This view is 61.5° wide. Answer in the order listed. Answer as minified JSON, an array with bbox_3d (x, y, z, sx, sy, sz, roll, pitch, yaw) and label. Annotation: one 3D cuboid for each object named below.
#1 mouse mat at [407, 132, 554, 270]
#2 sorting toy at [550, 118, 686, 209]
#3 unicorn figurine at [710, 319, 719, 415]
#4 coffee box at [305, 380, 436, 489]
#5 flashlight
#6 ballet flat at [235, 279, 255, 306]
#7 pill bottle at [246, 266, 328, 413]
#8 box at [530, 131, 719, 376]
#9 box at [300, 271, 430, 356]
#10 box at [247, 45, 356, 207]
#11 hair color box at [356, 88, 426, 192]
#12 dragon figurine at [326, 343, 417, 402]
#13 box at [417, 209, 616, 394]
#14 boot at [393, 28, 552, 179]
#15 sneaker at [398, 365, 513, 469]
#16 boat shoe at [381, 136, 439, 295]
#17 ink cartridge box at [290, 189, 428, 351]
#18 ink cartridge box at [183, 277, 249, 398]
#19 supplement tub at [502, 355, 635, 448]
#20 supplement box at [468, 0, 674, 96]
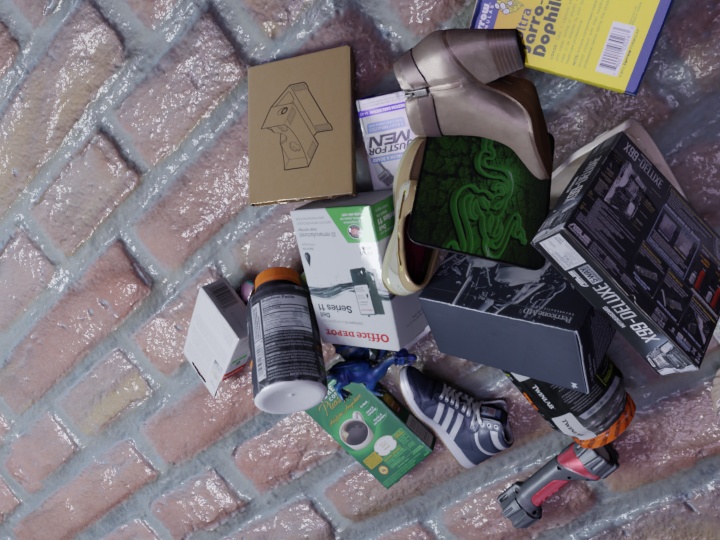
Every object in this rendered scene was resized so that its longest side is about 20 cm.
[{"bbox_3d":[0.147,-0.103,0.715,0.158,0.203,0.008,12,155,2],"label":"mouse mat"},{"bbox_3d":[0.299,-0.072,0.760,0.179,0.107,0.201,-28,106,36],"label":"sorting toy"},{"bbox_3d":[0.502,0.109,0.774,0.136,0.074,0.203,-24,86,34],"label":"unicorn figurine"},{"bbox_3d":[0.015,0.252,0.998,0.200,0.044,0.123,42,116,0],"label":"coffee box"},{"bbox_3d":[0.299,0.324,0.919,0.067,0.068,0.201,22,121,-23],"label":"flashlight"},{"bbox_3d":[-0.145,0.110,0.981,0.068,0.071,0.203,-25,100,-21],"label":"ballet flat"},{"bbox_3d":[-0.111,0.095,0.881,0.104,0.202,0.107,-8,146,-6],"label":"pill bottle"},{"bbox_3d":[0.290,-0.020,0.626,0.200,0.158,0.050,43,152,-7],"label":"box"},{"bbox_3d":[0.023,0.031,0.920,0.200,0.036,0.144,46,117,0],"label":"box"},{"bbox_3d":[-0.084,-0.195,0.835,0.161,0.021,0.204,-4,84,21],"label":"box"},{"bbox_3d":[0.071,-0.144,0.825,0.108,0.065,0.203,-7,108,20],"label":"hair color box"},{"bbox_3d":[-0.013,0.140,0.900,0.197,0.059,0.100,-5,128,6],"label":"dragon figurine"},{"bbox_3d":[0.204,0.022,0.728,0.198,0.183,0.105,10,140,39],"label":"box"},{"bbox_3d":[0.128,-0.181,0.698,0.144,0.071,0.202,-9,121,28],"label":"boot"},{"bbox_3d":[0.152,0.207,0.920,0.108,0.070,0.201,-32,104,30],"label":"sneaker"},{"bbox_3d":[0.078,-0.069,0.741,0.073,0.066,0.203,10,85,-22],"label":"boat shoe"},{"bbox_3d":[0.000,0.000,0.831,0.145,0.083,0.203,0,111,38],"label":"ink cartridge box"},{"bbox_3d":[-0.234,0.117,1.005,0.109,0.050,0.201,50,139,18],"label":"ink cartridge box"},{"bbox_3d":[0.271,0.135,0.825,0.122,0.123,0.200,-41,92,26],"label":"supplement tub"},{"bbox_3d":[0.233,-0.283,0.692,0.197,0.109,0.111,19,114,11],"label":"supplement box"}]
